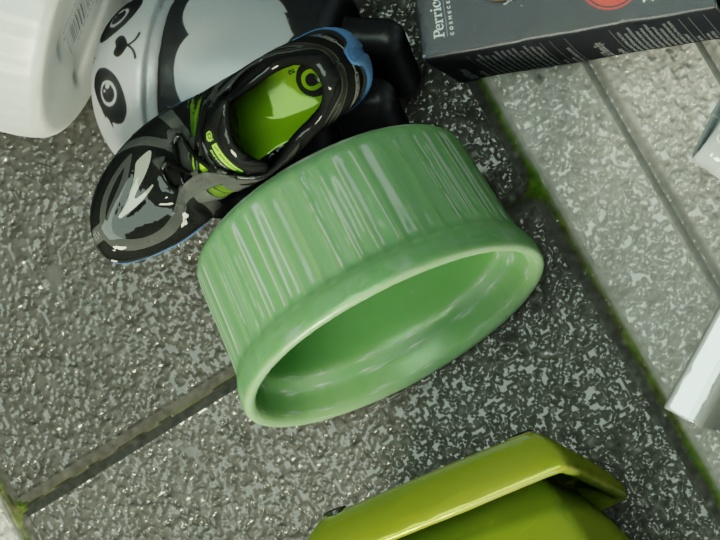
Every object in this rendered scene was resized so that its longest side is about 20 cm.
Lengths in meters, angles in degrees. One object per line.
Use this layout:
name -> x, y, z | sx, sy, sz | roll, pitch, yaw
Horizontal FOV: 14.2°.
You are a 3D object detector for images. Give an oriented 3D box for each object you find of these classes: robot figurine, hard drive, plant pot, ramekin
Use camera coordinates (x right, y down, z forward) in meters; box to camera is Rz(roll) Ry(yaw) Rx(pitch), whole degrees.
robot figurine -> -0.067, -0.114, 1.772 | 0.199, 0.150, 0.126 | 2, 117, 15
hard drive -> 0.243, -0.001, 1.678 | 0.026, 0.132, 0.201 | 29, 93, 15
plant pot -> 0.082, 0.208, 1.676 | 0.198, 0.200, 0.183 | -23, 74, 13
ramekin -> -0.208, -0.179, 1.784 | 0.097, 0.200, 0.202 | 18, 90, 8
ramekin -> 0.000, 0.000, 1.714 | 0.199, 0.200, 0.098 | -32, 71, 10

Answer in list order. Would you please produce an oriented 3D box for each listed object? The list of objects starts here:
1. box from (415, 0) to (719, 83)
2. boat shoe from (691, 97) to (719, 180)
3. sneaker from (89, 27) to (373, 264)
box -> 0.122, -0.230, 1.744 | 0.181, 0.104, 0.201 | -9, 83, 15
boat shoe -> 0.249, -0.139, 1.700 | 0.068, 0.072, 0.201 | 24, 81, -7
sneaker -> -0.084, -0.075, 1.678 | 0.199, 0.083, 0.071 | -34, 89, 17
